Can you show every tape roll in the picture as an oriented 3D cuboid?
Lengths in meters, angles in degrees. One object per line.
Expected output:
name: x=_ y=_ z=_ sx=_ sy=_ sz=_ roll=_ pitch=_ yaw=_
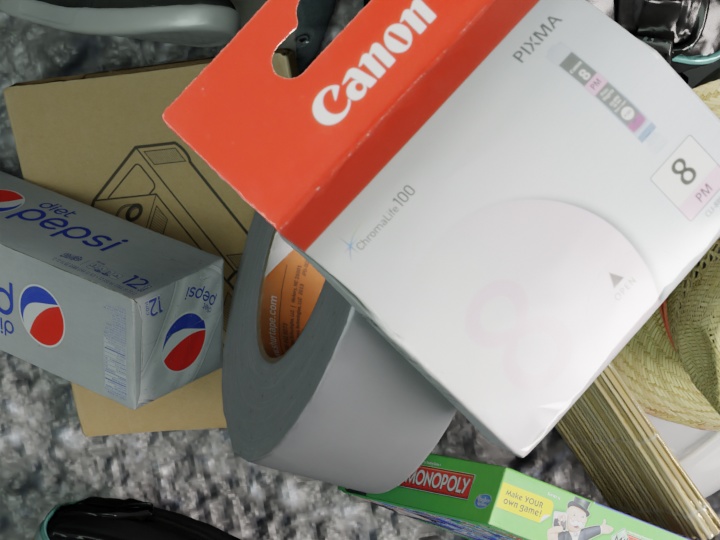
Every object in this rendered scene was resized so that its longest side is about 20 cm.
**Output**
tape roll: x=0.000 y=0.000 z=0.958 sx=0.066 sy=0.200 sz=0.201 roll=17 pitch=105 yaw=-19

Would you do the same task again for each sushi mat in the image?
sushi mat: x=0.096 y=0.047 z=0.988 sx=0.012 sy=0.096 sz=0.200 roll=-37 pitch=96 yaw=-18

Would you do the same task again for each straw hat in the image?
straw hat: x=0.180 y=0.016 z=0.918 sx=0.201 sy=0.085 sz=0.201 roll=2 pitch=122 yaw=3

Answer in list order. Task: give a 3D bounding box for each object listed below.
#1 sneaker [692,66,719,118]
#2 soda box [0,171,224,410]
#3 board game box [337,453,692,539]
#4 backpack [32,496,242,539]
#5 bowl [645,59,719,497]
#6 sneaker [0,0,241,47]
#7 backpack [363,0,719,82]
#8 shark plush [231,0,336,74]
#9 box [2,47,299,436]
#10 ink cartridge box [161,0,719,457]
sneaker: x=0.238 y=-0.075 z=0.970 sx=0.200 sy=0.077 sz=0.111 roll=-34 pitch=90 yaw=-21
soda box: x=-0.164 y=0.003 z=1.053 sx=0.200 sy=0.068 sz=0.064 roll=20 pitch=120 yaw=33
board game box: x=0.106 y=0.132 z=0.993 sx=0.200 sy=0.134 sz=0.029 roll=24 pitch=78 yaw=-29
backpack: x=-0.097 y=0.211 z=1.071 sx=0.200 sy=0.176 sz=0.153 roll=34 pitch=101 yaw=7
bowl: x=0.162 y=0.010 z=1.035 sx=0.200 sy=0.075 sz=0.200 roll=-44 pitch=91 yaw=16
sneaker: x=-0.119 y=-0.166 z=1.015 sx=0.071 sy=0.200 sz=0.099 roll=5 pitch=99 yaw=-35
backpack: x=0.096 y=-0.196 z=0.949 sx=0.175 sy=0.153 sz=0.201 roll=9 pitch=92 yaw=-9
shark plush: x=-0.009 y=-0.201 z=1.050 sx=0.083 sy=0.091 sz=0.200 roll=32 pitch=90 yaw=-22
box: x=-0.094 y=-0.011 z=1.088 sx=0.163 sy=0.021 sz=0.200 roll=-5 pitch=106 yaw=18
ink cartridge box: x=0.045 y=-0.049 z=0.839 sx=0.200 sy=0.057 sz=0.163 roll=45 pitch=82 yaw=-16
